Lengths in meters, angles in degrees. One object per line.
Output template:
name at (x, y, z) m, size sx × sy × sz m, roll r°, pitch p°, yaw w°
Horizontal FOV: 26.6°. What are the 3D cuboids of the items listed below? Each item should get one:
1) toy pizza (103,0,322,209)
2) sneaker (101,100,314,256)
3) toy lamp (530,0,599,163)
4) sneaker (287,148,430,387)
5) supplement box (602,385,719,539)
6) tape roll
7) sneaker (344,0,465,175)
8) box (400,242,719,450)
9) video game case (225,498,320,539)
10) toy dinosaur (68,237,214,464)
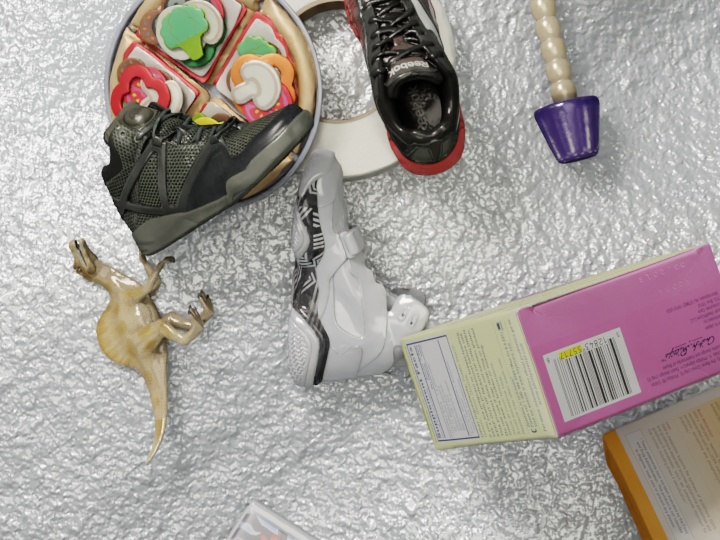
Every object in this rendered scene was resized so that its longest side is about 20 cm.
toy pizza at (-0.128, -0.148, 1.262) m, size 0.200 × 0.032 × 0.200 m, roll 3°, pitch 100°, yaw 19°
sneaker at (-0.133, -0.099, 1.211) m, size 0.199 × 0.076 × 0.114 m, roll -27°, pitch 103°, yaw 36°
toy lamp at (0.160, -0.190, 1.280) m, size 0.058 × 0.058 × 0.200 m, roll -14°, pitch 85°, yaw 1°
sneaker at (0.000, 0.000, 1.260) m, size 0.115 × 0.075 × 0.200 m, roll 3°, pitch 101°, yaw -1°
supplement box at (0.313, 0.159, 1.231) m, size 0.200 × 0.074 × 0.126 m, roll -22°, pitch 58°, yaw 1°
tape roll at (-0.020, -0.176, 1.292) m, size 0.203 × 0.037 × 0.203 m, roll 0°, pitch 88°, yaw 1°
sneaker at (0.035, -0.177, 1.225) m, size 0.071 × 0.098 × 0.201 m, roll -17°, pitch 87°, yaw 2°
box at (0.158, 0.062, 1.170) m, size 0.176 × 0.200 × 0.097 m, roll -18°, pitch 89°, yaw -25°
video game case at (-0.056, 0.322, 1.280) m, size 0.200 × 0.023 × 0.182 m, roll 32°, pitch 89°, yaw 2°
toy dinosaur at (-0.175, 0.054, 1.287) m, size 0.101 × 0.058 × 0.200 m, roll -28°, pitch 79°, yaw 15°
